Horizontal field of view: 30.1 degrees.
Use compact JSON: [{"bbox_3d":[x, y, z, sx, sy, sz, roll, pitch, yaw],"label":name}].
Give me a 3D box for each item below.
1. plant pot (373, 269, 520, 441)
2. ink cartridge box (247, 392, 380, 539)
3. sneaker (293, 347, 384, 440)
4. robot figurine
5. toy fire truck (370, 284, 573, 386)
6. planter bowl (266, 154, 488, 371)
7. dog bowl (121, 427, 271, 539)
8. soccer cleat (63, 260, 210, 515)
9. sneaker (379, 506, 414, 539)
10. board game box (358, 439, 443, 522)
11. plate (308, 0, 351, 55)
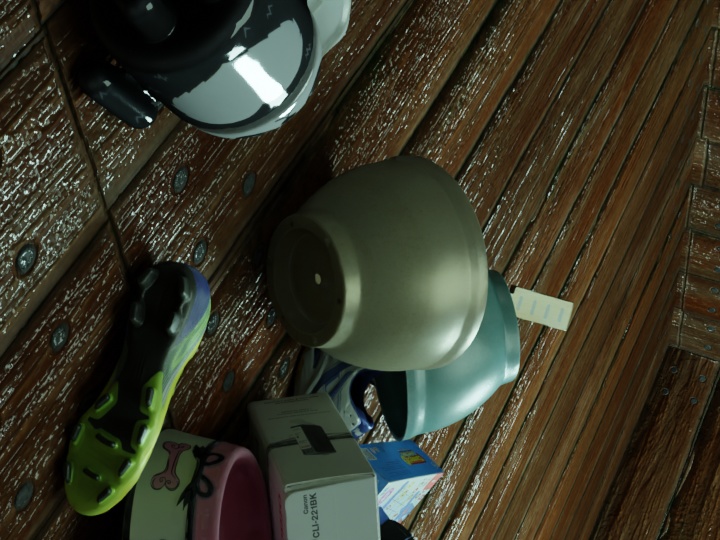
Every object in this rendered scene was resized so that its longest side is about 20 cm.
[{"bbox_3d":[0.087,0.066,1.392,0.200,0.133,0.202,171,-90,-80],"label":"plant pot"},{"bbox_3d":[-0.043,0.214,1.200,0.200,0.083,0.145,-130,-146,-70],"label":"ink cartridge box"},{"bbox_3d":[-0.036,0.160,1.350,0.201,0.088,0.075,-70,161,-3],"label":"sneaker"},{"bbox_3d":[-0.099,-0.163,0.881,0.200,0.149,0.126,43,53,-67],"label":"robot figurine"},{"bbox_3d":[0.125,0.065,1.526,0.129,0.199,0.177,-30,133,-60],"label":"toy fire truck"},{"bbox_3d":[0.000,0.000,1.211,0.134,0.200,0.201,-8,117,-38],"label":"planter bowl"},{"bbox_3d":[-0.127,0.229,1.095,0.200,0.073,0.202,-3,90,-79],"label":"dog bowl"},{"bbox_3d":[-0.161,0.092,1.011,0.084,0.064,0.201,46,62,-69],"label":"soccer cleat"},{"bbox_3d":[-0.012,0.334,1.348,0.200,0.078,0.070,-55,160,21],"label":"sneaker"},{"bbox_3d":[-0.019,0.272,1.422,0.196,0.056,0.200,-51,161,9],"label":"board game box"},{"bbox_3d":[-0.053,-0.233,1.079,0.200,0.032,0.201,-51,150,-43],"label":"plate"}]
